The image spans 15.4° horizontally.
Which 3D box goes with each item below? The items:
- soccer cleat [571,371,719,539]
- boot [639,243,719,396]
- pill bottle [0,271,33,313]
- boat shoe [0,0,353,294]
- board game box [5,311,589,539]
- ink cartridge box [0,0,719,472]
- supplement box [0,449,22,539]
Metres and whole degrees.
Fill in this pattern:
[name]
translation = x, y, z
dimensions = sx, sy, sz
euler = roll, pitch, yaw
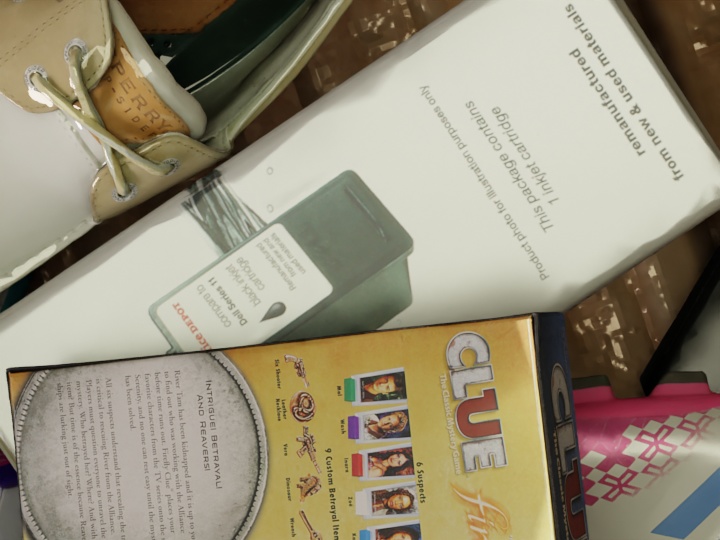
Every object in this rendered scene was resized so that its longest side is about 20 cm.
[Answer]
[soccer cleat]
translation = 0.096, 0.071, 0.716
dimensions = 0.200, 0.070, 0.086
euler = -9, 76, 7
[boot]
translation = 0.196, -0.006, 0.763
dimensions = 0.165, 0.066, 0.200
euler = 31, 90, 13
[pill bottle]
translation = -0.130, -0.062, 0.772
dimensions = 0.111, 0.111, 0.200
euler = 21, 92, 5
[boat shoe]
translation = -0.070, -0.053, 0.702
dimensions = 0.200, 0.068, 0.075
euler = -47, 119, -11
[board game box]
translation = -0.008, 0.116, 0.639
dimensions = 0.135, 0.035, 0.200
euler = -6, 87, 16
[ink cartridge box]
translation = 0.000, 0.000, 0.743
dimensions = 0.200, 0.147, 0.083
euler = -33, 88, 6
[supplement box]
translation = -0.199, 0.084, 0.784
dimensions = 0.200, 0.103, 0.101
euler = 13, 91, 7
